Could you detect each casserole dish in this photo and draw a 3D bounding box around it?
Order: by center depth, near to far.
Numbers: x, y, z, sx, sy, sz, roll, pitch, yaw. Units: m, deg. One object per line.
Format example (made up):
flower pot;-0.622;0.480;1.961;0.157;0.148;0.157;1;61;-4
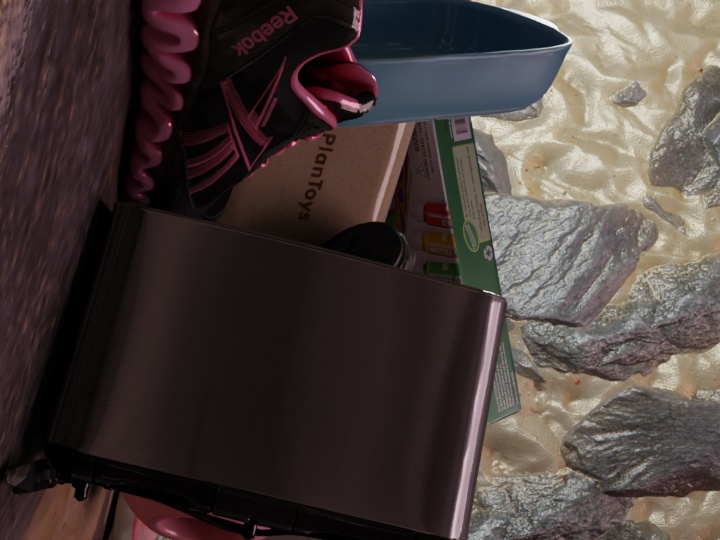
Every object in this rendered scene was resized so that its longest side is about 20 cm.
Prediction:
casserole dish;0.013;-0.106;0.642;0.121;0.198;0.039;34;-56;48

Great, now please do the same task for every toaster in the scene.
toaster;-0.039;0.055;0.575;0.200;0.178;0.121;125;-22;-83

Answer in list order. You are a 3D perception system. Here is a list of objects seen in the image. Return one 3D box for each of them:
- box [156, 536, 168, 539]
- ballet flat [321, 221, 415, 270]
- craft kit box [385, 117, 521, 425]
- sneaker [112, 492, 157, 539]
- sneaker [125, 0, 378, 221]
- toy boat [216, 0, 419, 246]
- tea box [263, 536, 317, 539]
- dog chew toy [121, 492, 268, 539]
box;-0.162;0.159;1.083;0.144;0.036;0.203;160;-55;-88
ballet flat;-0.051;0.043;0.710;0.198;0.067;0.057;-32;152;-7
craft kit box;0.000;0.000;0.843;0.196;0.048;0.203;-7;-84;45
sneaker;-0.111;0.125;0.937;0.075;0.103;0.203;-154;-98;-86
sneaker;-0.043;-0.070;0.535;0.201;0.094;0.080;114;-9;-63
toy boat;-0.047;-0.088;0.763;0.131;0.129;0.203;45;-58;53
tea box;-0.044;0.113;1.104;0.197;0.132;0.203;-34;143;-69
dog chew toy;-0.084;0.065;0.808;0.125;0.122;0.203;111;-13;-61
